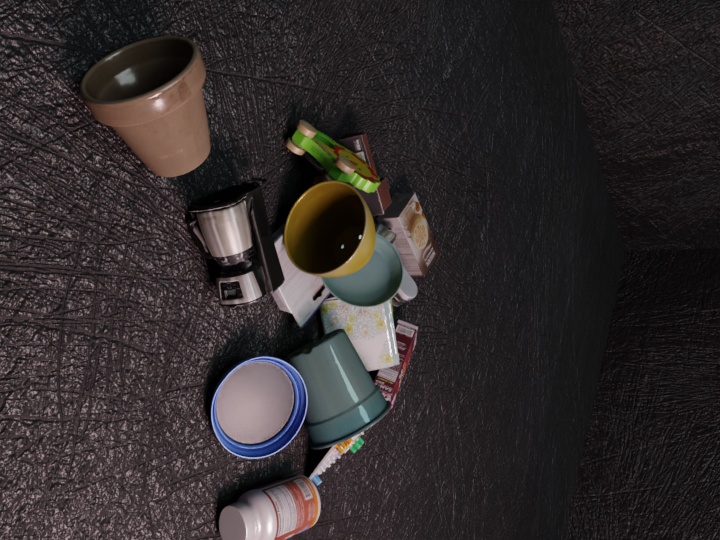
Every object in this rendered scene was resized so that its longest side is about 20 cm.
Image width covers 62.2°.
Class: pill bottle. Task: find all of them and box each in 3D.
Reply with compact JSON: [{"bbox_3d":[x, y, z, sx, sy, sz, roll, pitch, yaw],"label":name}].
[{"bbox_3d":[-0.183,0.492,1.209,0.198,0.111,0.115,3,88,-51],"label":"pill bottle"}]

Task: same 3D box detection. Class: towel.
[{"bbox_3d":[-0.002,0.142,1.413,0.048,0.168,0.204,-76,156,-80],"label":"towel"}]

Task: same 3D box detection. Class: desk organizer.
[{"bbox_3d":[0.013,-0.243,1.491,0.077,0.070,0.203,-51,129,-55],"label":"desk organizer"}]

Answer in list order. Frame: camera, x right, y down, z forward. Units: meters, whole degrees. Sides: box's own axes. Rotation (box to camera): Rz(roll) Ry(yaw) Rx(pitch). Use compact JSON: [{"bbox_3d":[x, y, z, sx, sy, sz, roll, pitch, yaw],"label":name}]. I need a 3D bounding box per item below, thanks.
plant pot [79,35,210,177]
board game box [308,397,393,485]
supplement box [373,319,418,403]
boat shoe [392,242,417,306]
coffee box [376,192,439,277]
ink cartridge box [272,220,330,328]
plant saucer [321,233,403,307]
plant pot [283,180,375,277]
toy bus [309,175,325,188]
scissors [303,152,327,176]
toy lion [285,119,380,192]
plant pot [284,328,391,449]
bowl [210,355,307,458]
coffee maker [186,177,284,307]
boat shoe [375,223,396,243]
[{"bbox_3d":[-0.328,-0.258,0.987,0.202,0.197,0.176,-58,148,-34],"label":"plant pot"},{"bbox_3d":[-0.024,0.400,1.375,0.199,0.026,0.201,-27,154,-49],"label":"board game box"},{"bbox_3d":[0.091,0.246,1.570,0.110,0.060,0.202,87,25,-59],"label":"supplement box"},{"bbox_3d":[0.068,0.000,1.576,0.070,0.091,0.203,-24,82,-33],"label":"boat shoe"},{"bbox_3d":[0.134,-0.096,1.645,0.115,0.079,0.202,-54,129,-36],"label":"coffee box"},{"bbox_3d":[-0.133,-0.010,1.333,0.200,0.040,0.202,-50,127,-40],"label":"ink cartridge box"},{"bbox_3d":[0.000,0.000,1.366,0.036,0.197,0.202,111,5,-60],"label":"plant saucer"},{"bbox_3d":[-0.043,-0.070,1.274,0.142,0.197,0.204,30,67,-58],"label":"plant pot"},{"bbox_3d":[-0.047,-0.143,1.416,0.199,0.077,0.066,38,61,-45],"label":"toy bus"},{"bbox_3d":[-0.083,-0.222,1.415,0.198,0.014,0.074,21,106,-37],"label":"scissors"},{"bbox_3d":[-0.048,-0.251,1.357,0.200,0.069,0.191,44,24,13],"label":"toy lion"},{"bbox_3d":[-0.062,0.247,1.296,0.199,0.199,0.199,-28,93,-48],"label":"plant pot"},{"bbox_3d":[-0.203,0.268,1.187,0.197,0.039,0.205,-3,96,-28],"label":"bowl"},{"bbox_3d":[-0.217,-0.055,1.145,0.191,0.133,0.204,-31,117,-41],"label":"coffee maker"},{"bbox_3d":[0.014,-0.052,1.476,0.065,0.075,0.201,41,50,10],"label":"boat shoe"}]
